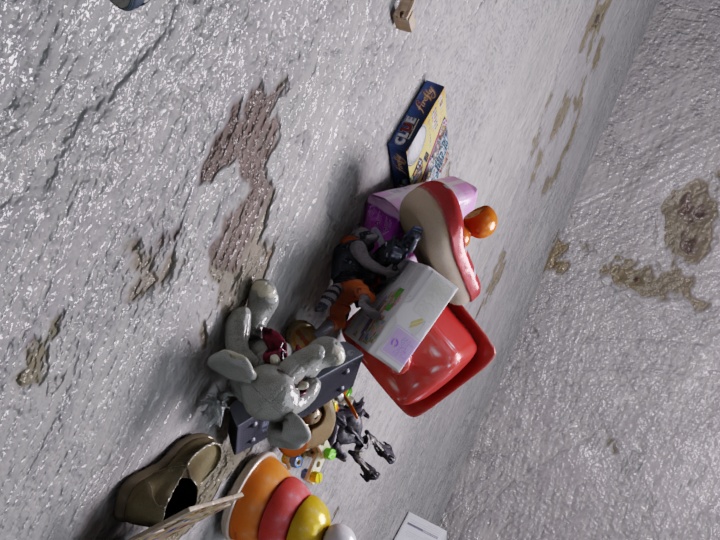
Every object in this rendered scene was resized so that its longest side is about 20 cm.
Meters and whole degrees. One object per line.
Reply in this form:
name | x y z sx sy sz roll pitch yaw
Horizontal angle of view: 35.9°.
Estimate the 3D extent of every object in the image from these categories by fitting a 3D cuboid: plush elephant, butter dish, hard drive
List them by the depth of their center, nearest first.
plush elephant | -0.106 0.127 1.367 0.200 0.155 0.165 -46 112 -15
hard drive | -0.093 0.172 1.522 0.199 0.042 0.135 -28 160 -20
butter dish | 0.076 0.124 1.747 0.199 0.200 0.148 -40 177 21

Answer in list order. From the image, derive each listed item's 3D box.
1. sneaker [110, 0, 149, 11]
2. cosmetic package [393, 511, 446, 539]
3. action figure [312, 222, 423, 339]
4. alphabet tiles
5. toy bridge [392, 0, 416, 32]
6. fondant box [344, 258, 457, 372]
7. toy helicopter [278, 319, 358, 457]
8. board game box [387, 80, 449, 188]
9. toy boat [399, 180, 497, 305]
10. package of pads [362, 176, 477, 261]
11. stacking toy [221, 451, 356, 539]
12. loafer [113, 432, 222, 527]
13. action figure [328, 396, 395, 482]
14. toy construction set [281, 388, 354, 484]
sneaker | -0.208 -0.260 0.789 0.086 0.077 0.201 -46 148 -22
cosmetic package | 0.135 0.793 2.974 0.200 0.122 0.200 -55 159 -29
action figure | 0.000 0.000 1.603 0.200 0.104 0.194 -50 -159 39
alphabet tiles | -0.232 0.309 1.318 0.166 0.008 0.200 -29 168 11
toy bridge | 0.097 -0.427 1.521 0.201 0.027 0.067 -63 161 -14
fondant box | 0.054 0.059 1.603 0.145 0.058 0.200 -55 -170 -2
toy helicopter | -0.073 0.167 1.624 0.131 0.079 0.202 -10 110 -20
board game box | 0.097 -0.193 1.796 0.136 0.034 0.200 -60 161 -22
toy boat | 0.145 -0.054 1.652 0.130 0.131 0.201 -33 135 -7
package of pads | 0.092 -0.077 1.765 0.199 0.076 0.121 -16 129 -42
stacking toy | -0.095 0.373 1.653 0.146 0.199 0.147 -55 159 -33
loafer | -0.223 0.264 1.362 0.200 0.067 0.077 -33 143 -59
action figure | -0.022 0.288 1.942 0.119 0.102 0.200 -52 132 -18
toy construction set | -0.059 0.226 1.757 0.200 0.091 0.132 -59 138 -48
